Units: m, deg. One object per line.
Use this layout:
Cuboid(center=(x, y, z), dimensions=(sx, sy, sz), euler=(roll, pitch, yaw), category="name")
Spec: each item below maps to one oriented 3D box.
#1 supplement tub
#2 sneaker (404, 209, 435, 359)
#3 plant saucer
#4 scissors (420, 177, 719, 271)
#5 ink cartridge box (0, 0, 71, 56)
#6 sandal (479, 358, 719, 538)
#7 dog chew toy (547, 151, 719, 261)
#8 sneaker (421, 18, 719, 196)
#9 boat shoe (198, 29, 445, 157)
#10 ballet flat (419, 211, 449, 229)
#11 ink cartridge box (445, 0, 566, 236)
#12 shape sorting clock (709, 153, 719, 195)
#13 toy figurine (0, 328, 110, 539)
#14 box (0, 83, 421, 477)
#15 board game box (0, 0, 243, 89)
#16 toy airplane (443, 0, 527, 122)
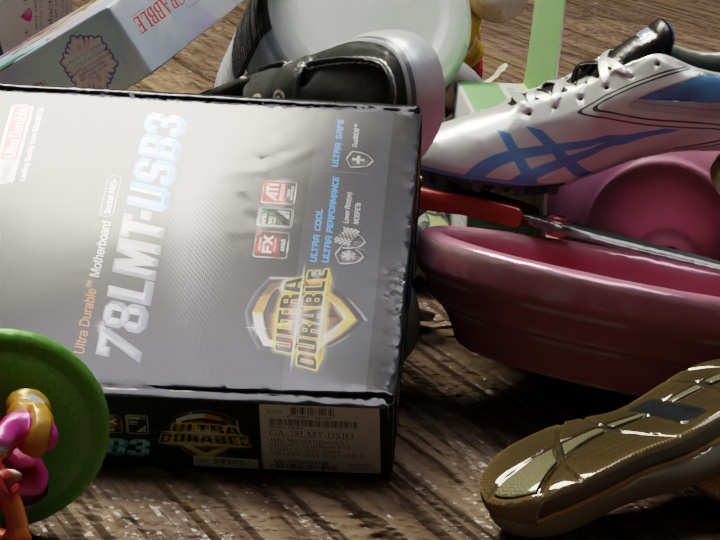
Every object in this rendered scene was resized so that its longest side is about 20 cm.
Cuboid(center=(-0.017, -0.111, 1.530), dimensions=(0.122, 0.123, 0.200), euler=(-1, -18, -13), category="supplement tub")
Cuboid(center=(0.000, 0.000, 1.282), dimensions=(0.114, 0.076, 0.200), euler=(-8, 13, -29), category="sneaker")
Cuboid(center=(0.121, 0.022, 1.194), dimensions=(0.200, 0.051, 0.201), euler=(10, 5, -1), category="plant saucer")
Cuboid(center=(0.079, -0.023, 1.270), dimensions=(0.200, 0.014, 0.073), euler=(21, 13, 37), category="scissors")
Cuboid(center=(-0.281, -0.116, 1.605), dimensions=(0.144, 0.148, 0.200), euler=(7, 14, 21), category="ink cartridge box")
Cuboid(center=(0.140, 0.073, 1.046), dimensions=(0.199, 0.054, 0.080), euler=(-20, 14, -21), category="sandal")
Cuboid(center=(0.153, -0.038, 1.389), dimensions=(0.124, 0.125, 0.200), euler=(2, 20, 2), category="dog chew toy")
Cuboid(center=(0.119, -0.081, 1.293), dimensions=(0.199, 0.073, 0.072), euler=(-12, 14, -2), category="sneaker")
Cuboid(center=(-0.034, -0.067, 1.279), dimensions=(0.056, 0.069, 0.200), euler=(-9, -4, -35), category="boat shoe")
Cuboid(center=(-0.041, -0.040, 1.458), dimensions=(0.199, 0.075, 0.074), euler=(6, 12, 39), category="ballet flat")
Cuboid(center=(0.076, -0.088, 1.401), dimensions=(0.048, 0.201, 0.146), euler=(2, 11, -2), category="ink cartridge box")
Cuboid(center=(0.260, -0.006, 1.295), dimensions=(0.199, 0.039, 0.200), euler=(29, 19, -11), category="shape sorting clock")
Cuboid(center=(-0.171, 0.076, 0.888), dimensions=(0.199, 0.151, 0.184), euler=(23, 20, -19), category="toy figurine")
Cuboid(center=(-0.077, 0.000, 1.145), dimensions=(0.197, 0.050, 0.200), euler=(4, 41, 3), category="box")
Cuboid(center=(-0.155, -0.104, 1.382), dimensions=(0.199, 0.041, 0.200), euler=(-27, 11, 26), category="board game box")
Cuboid(center=(0.049, -0.201, 1.912), dimensions=(0.140, 0.201, 0.199), euler=(-9, 11, 11), category="toy airplane")
